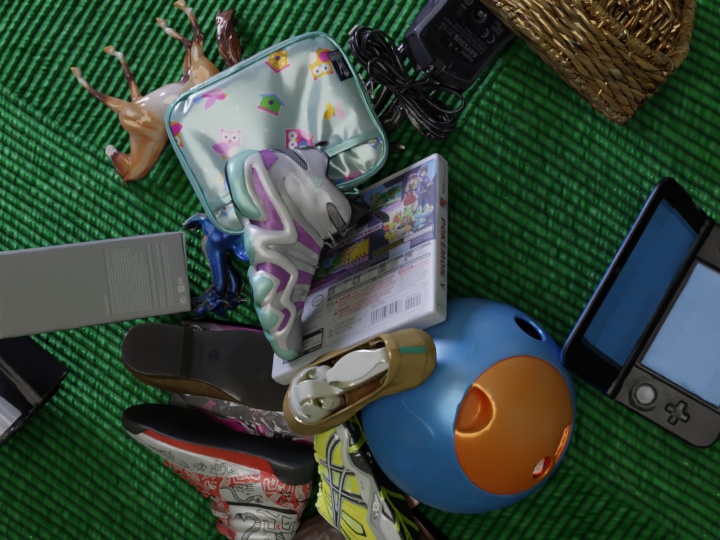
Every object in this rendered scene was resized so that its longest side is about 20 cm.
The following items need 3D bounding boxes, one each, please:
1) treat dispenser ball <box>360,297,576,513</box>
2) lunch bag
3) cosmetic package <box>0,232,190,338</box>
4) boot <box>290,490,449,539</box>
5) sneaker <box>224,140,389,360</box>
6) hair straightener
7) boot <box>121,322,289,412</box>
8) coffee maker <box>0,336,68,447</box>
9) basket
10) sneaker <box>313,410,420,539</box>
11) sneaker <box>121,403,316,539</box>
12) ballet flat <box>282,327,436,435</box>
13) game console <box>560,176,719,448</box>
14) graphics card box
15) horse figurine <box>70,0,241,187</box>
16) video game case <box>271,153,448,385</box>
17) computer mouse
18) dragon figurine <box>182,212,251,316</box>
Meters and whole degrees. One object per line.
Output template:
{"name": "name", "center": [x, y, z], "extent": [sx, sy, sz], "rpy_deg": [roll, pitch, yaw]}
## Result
{"name": "treat dispenser ball", "center": [0.100, 0.126, 1.264], "extent": [0.201, 0.201, 0.201], "rpy_deg": [0, 90, 11]}
{"name": "lunch bag", "center": [-0.075, -0.128, 1.307], "extent": [0.200, 0.077, 0.161], "rpy_deg": [-25, 89, 0]}
{"name": "cosmetic package", "center": [-0.280, 0.014, 1.328], "extent": [0.200, 0.107, 0.090], "rpy_deg": [-5, 91, -32]}
{"name": "boot", "center": [-0.002, 0.316, 1.356], "extent": [0.200, 0.064, 0.186], "rpy_deg": [-33, 73, 7]}
{"name": "sneaker", "center": [-0.039, -0.022, 1.249], "extent": [0.140, 0.078, 0.200], "rpy_deg": [-13, 105, -6]}
{"name": "hair straightener", "center": [0.020, -0.150, 1.366], "extent": [0.077, 0.041, 0.200], "rpy_deg": [40, 93, 8]}
{"name": "boot", "center": [-0.136, 0.100, 1.336], "extent": [0.200, 0.075, 0.074], "rpy_deg": [13, 67, -5]}
{"name": "coffee maker", "center": [-0.405, 0.076, 1.390], "extent": [0.200, 0.192, 0.135], "rpy_deg": [46, 142, -10]}
{"name": "basket", "center": [0.215, -0.252, 1.239], "extent": [0.200, 0.143, 0.149], "rpy_deg": [41, 99, -16]}
{"name": "sneaker", "center": [-0.015, 0.197, 1.293], "extent": [0.076, 0.075, 0.200], "rpy_deg": [-24, 89, 16]}
{"name": "sneaker", "center": [-0.149, 0.207, 1.344], "extent": [0.201, 0.067, 0.108], "rpy_deg": [15, 112, 6]}
{"name": "ballet flat", "center": [-0.019, 0.096, 1.202], "extent": [0.200, 0.063, 0.069], "rpy_deg": [-31, 65, 39]}
{"name": "game console", "center": [0.302, 0.043, 1.253], "extent": [0.171, 0.118, 0.200], "rpy_deg": [30, 89, 9]}
{"name": "graphics card box", "center": [-0.093, 0.120, 1.380], "extent": [0.200, 0.051, 0.126], "rpy_deg": [8, 93, 12]}
{"name": "horse figurine", "center": [-0.199, -0.191, 1.396], "extent": [0.200, 0.050, 0.133], "rpy_deg": [-31, 97, 4]}
{"name": "video game case", "center": [0.000, 0.000, 1.289], "extent": [0.200, 0.023, 0.182], "rpy_deg": [-25, 47, 34]}
{"name": "computer mouse", "center": [0.092, -0.239, 1.325], "extent": [0.200, 0.053, 0.139], "rpy_deg": [-45, 103, -4]}
{"name": "dragon figurine", "center": [-0.111, -0.042, 1.376], "extent": [0.099, 0.059, 0.200], "rpy_deg": [44, 93, 7]}
